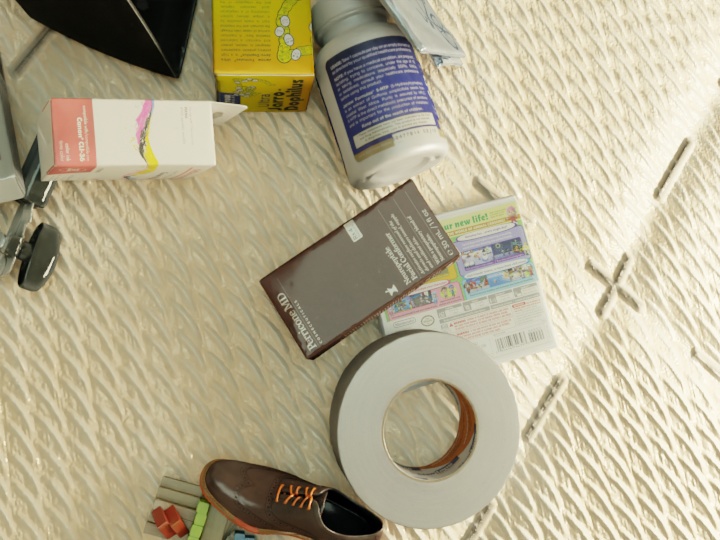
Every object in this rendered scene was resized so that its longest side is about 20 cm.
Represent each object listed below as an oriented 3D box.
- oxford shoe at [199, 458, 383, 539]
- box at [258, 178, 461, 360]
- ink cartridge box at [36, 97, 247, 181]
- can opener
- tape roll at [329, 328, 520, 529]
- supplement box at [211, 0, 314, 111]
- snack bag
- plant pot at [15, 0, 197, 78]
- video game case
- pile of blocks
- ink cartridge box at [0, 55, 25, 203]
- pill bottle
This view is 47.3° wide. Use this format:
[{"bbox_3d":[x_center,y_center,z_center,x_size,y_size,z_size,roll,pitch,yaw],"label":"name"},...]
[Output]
[{"bbox_3d":[-0.068,0.235,0.845,0.197,0.073,0.072,23,47,-10],"label":"oxford shoe"},{"bbox_3d":[0.000,0.000,0.888,0.198,0.075,0.101,-35,84,-1],"label":"box"},{"bbox_3d":[-0.223,-0.132,0.851,0.197,0.116,0.069,-5,91,-28],"label":"ink cartridge box"},{"bbox_3d":[-0.342,-0.081,0.884,0.066,0.052,0.204,23,77,-40],"label":"can opener"},{"bbox_3d":[0.067,0.165,0.877,0.196,0.066,0.205,0,90,-11],"label":"tape roll"},{"bbox_3d":[-0.112,-0.292,0.918,0.107,0.109,0.204,-2,81,-9],"label":"supplement box"},{"bbox_3d":[0.041,-0.306,0.914,0.021,0.200,0.190,-36,89,23],"label":"snack bag"},{"bbox_3d":[-0.279,-0.346,0.866,0.174,0.200,0.203,9,79,4],"label":"plant pot"},{"bbox_3d":[0.111,0.024,0.945,0.196,0.022,0.185,-14,83,-10],"label":"video game case"},{"bbox_3d":[-0.137,0.288,0.841,0.199,0.062,0.082,42,77,-1],"label":"pile of blocks"},{"bbox_3d":[-0.452,-0.149,0.850,0.171,0.044,0.203,-15,68,-12],"label":"ink cartridge box"},{"bbox_3d":[0.013,-0.205,0.917,0.118,0.120,0.203,-17,84,-11],"label":"pill bottle"}]
